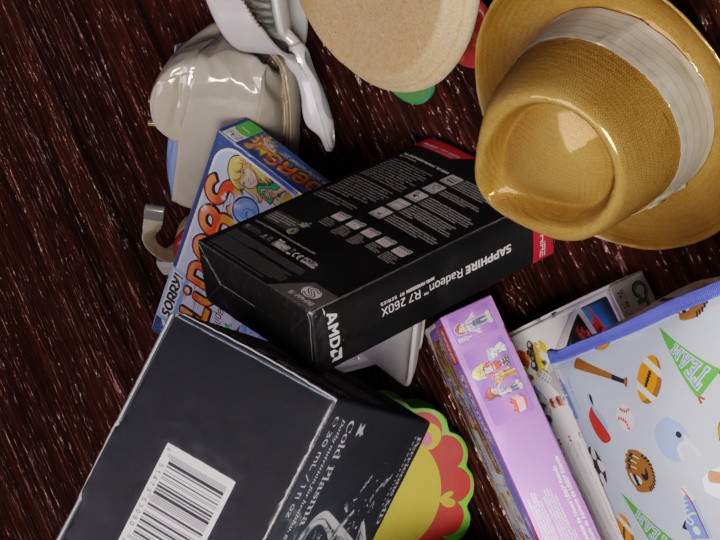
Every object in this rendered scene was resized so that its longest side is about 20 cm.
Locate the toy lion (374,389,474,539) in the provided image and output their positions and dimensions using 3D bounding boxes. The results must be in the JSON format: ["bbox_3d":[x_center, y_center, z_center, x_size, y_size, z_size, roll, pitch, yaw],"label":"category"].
[{"bbox_3d":[-0.016,0.183,1.130,0.069,0.192,0.200,-142,67,-72],"label":"toy lion"}]

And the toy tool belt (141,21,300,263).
[{"bbox_3d":[-0.109,-0.108,1.204,0.123,0.125,0.200,-85,5,-53],"label":"toy tool belt"}]

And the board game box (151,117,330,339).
[{"bbox_3d":[-0.075,0.005,1.147,0.135,0.034,0.200,37,128,20],"label":"board game box"}]

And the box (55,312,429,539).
[{"bbox_3d":[-0.074,0.149,0.957,0.124,0.197,0.200,27,90,19],"label":"box"}]

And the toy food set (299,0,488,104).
[{"bbox_3d":[0.018,-0.208,1.002,0.198,0.049,0.200,33,133,41],"label":"toy food set"}]

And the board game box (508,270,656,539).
[{"bbox_3d":[0.174,0.112,0.971,0.126,0.035,0.200,-32,81,58],"label":"board game box"}]

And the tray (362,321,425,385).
[{"bbox_3d":[0.000,0.000,1.132,0.200,0.022,0.108,34,123,56],"label":"tray"}]

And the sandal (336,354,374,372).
[{"bbox_3d":[-0.029,0.061,1.216,0.050,0.083,0.203,33,159,-31],"label":"sandal"}]

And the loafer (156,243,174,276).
[{"bbox_3d":[-0.108,0.004,1.295,0.200,0.072,0.063,7,131,61],"label":"loafer"}]

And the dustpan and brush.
[{"bbox_3d":[-0.060,-0.177,1.084,0.057,0.140,0.200,-3,114,17],"label":"dustpan and brush"}]

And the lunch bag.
[{"bbox_3d":[0.217,0.082,0.815,0.170,0.124,0.200,66,154,6],"label":"lunch bag"}]

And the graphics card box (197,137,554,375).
[{"bbox_3d":[0.012,-0.015,0.980,0.125,0.200,0.051,30,135,43],"label":"graphics card box"}]

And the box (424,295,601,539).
[{"bbox_3d":[0.104,0.119,1.018,0.137,0.039,0.200,109,137,-85],"label":"box"}]

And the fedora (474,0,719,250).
[{"bbox_3d":[0.122,-0.075,0.863,0.201,0.082,0.201,34,146,27],"label":"fedora"}]
